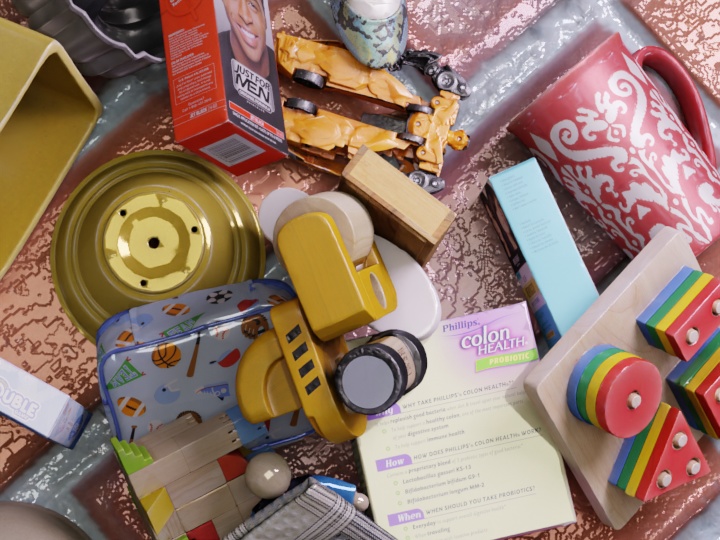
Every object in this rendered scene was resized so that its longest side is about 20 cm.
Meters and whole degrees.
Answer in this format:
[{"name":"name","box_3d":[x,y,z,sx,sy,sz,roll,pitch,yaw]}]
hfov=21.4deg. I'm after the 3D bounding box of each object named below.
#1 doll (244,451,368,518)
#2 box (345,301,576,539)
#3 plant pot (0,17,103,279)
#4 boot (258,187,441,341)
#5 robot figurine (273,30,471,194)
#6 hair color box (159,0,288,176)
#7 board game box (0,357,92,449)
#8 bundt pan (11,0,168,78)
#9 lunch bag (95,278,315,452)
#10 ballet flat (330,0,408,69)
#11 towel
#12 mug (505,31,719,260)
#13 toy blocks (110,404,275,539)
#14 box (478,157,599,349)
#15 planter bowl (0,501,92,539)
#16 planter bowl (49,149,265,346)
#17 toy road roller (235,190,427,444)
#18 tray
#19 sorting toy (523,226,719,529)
[{"name":"doll","box_3d":[-0.050,0.236,1.646,0.136,0.048,0.201,-28,125,-6]},{"name":"box","box_3d":[0.081,0.147,1.703,0.175,0.097,0.201,-12,83,-5]},{"name":"plant pot","box_3d":[-0.377,-0.134,1.680,0.199,0.194,0.196,28,81,11]},{"name":"boot","box_3d":[0.000,0.000,1.698,0.200,0.090,0.073,40,88,22]},{"name":"robot figurine","box_3d":[0.005,-0.145,1.763,0.199,0.058,0.146,17,81,0]},{"name":"hair color box","box_3d":[-0.126,-0.197,1.713,0.061,0.101,0.201,-20,66,25]},{"name":"board game box","box_3d":[-0.334,0.086,1.637,0.199,0.199,0.044,28,81,2]},{"name":"bundt pan","box_3d":[-0.246,-0.259,1.712,0.076,0.202,0.203,-29,82,30]},{"name":"lunch bag","box_3d":[-0.137,0.101,1.686,0.199,0.076,0.161,-14,119,-4]},{"name":"ballet flat","box_3d":[0.004,-0.282,1.750,0.074,0.074,0.201,-9,64,-4]},{"name":"towel","box_3d":[-0.051,0.281,1.623,0.200,0.035,0.192,-38,124,18]},{"name":"mug","box_3d":[0.262,-0.112,1.738,0.177,0.133,0.200,-39,89,-6]},{"name":"toy blocks","box_3d":[-0.122,0.198,1.661,0.136,0.100,0.201,-26,117,-13]},{"name":"box","box_3d":[0.174,0.004,1.737,0.049,0.082,0.201,-24,83,-6]},{"name":"planter bowl","box_3d":[-0.312,0.297,1.639,0.199,0.135,0.202,1,81,-4]},{"name":"planter bowl","box_3d":[-0.185,-0.019,1.720,0.199,0.083,0.202,0,82,-2]},{"name":"toy road roller","box_3d":[-0.042,0.046,1.580,0.145,0.123,0.201,-20,91,13]},{"name":"tray","box_3d":[0.025,-0.046,1.676,0.098,0.200,0.037,37,79,3]},{"name":"sorting toy","box_3d":[0.263,0.104,1.663,0.199,0.069,0.200,-45,129,-17]}]
